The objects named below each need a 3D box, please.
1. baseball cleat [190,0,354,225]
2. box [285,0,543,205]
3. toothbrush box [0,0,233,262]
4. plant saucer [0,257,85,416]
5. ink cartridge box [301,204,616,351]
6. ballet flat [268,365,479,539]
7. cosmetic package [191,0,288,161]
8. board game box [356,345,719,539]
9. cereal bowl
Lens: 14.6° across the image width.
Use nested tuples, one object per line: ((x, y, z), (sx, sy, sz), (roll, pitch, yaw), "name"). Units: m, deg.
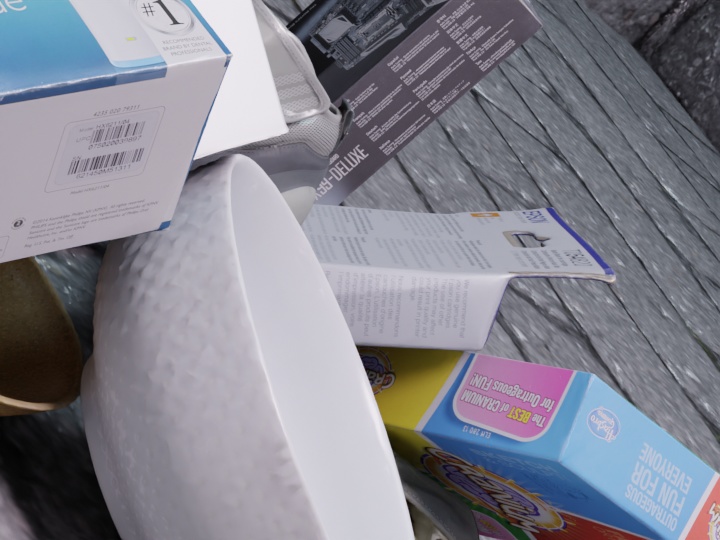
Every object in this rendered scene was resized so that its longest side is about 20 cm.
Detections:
((-0.093, -0.075, 1.104), (0.200, 0.107, 0.070), (17, 19, -38), "baseball cleat")
((-0.001, -0.110, 1.543), (0.050, 0.200, 0.158), (45, 12, -22), "box")
((-0.160, -0.097, 0.948), (0.146, 0.085, 0.200), (-12, 50, -35), "toothbrush box")
((-0.184, -0.012, 1.013), (0.200, 0.035, 0.200), (42, 12, -12), "plant saucer")
((0.000, 0.000, 1.244), (0.200, 0.041, 0.200), (2, 9, -4), "ink cartridge box")
((-0.018, 0.090, 1.166), (0.200, 0.067, 0.064), (36, 26, -33), "ballet flat")
((-0.089, -0.135, 1.011), (0.083, 0.051, 0.200), (-10, -84, 62), "cosmetic package")
((0.057, 0.079, 1.235), (0.200, 0.040, 0.153), (9, -20, 43), "board game box")
((-0.047, 0.064, 1.036), (0.200, 0.083, 0.200), (-20, 90, -82), "cereal bowl")
